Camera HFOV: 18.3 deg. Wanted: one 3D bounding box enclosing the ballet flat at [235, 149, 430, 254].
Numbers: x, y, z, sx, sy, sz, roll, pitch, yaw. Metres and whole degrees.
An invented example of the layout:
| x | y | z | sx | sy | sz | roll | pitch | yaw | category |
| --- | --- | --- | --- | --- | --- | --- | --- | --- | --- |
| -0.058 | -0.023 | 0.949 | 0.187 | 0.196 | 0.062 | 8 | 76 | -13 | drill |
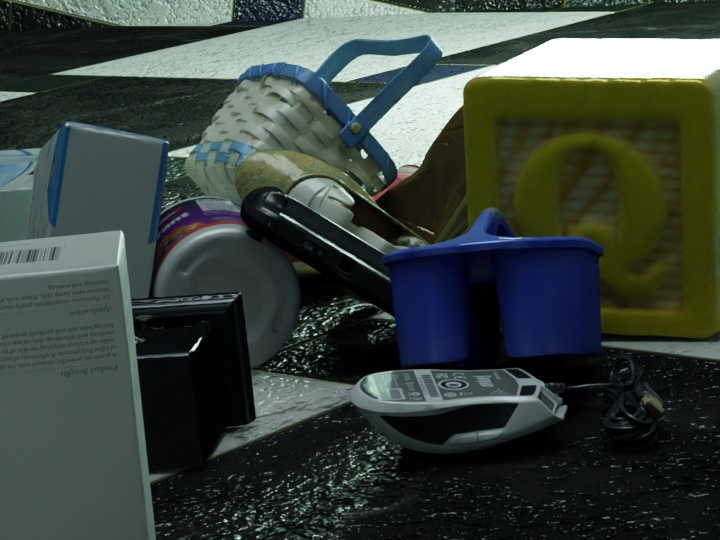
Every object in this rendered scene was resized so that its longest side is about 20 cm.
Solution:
| x | y | z | sx | sy | sz | roll | pitch | yaw | category |
| --- | --- | --- | --- | --- | --- | --- | --- | --- | --- |
| -0.005 | -0.029 | 1.725 | 0.199 | 0.071 | 0.071 | 34 | 1 | -18 | ballet flat |

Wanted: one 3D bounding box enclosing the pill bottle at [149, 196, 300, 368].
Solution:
| x | y | z | sx | sy | sz | roll | pitch | yaw | category |
| --- | --- | --- | --- | --- | --- | --- | --- | --- | --- |
| -0.116 | 0.004 | 1.727 | 0.111 | 0.112 | 0.200 | -8 | 12 | -10 | pill bottle |

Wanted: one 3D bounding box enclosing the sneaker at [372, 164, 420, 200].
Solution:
| x | y | z | sx | sy | sz | roll | pitch | yaw | category |
| --- | --- | --- | --- | --- | --- | --- | --- | --- | --- |
| 0.001 | -0.046 | 2.036 | 0.087 | 0.074 | 0.199 | -32 | 22 | -35 | sneaker |

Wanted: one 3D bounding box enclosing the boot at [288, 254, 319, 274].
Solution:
| x | y | z | sx | sy | sz | roll | pitch | yaw | category |
| --- | --- | --- | --- | --- | --- | --- | --- | --- | --- |
| -0.029 | -0.048 | 1.932 | 0.199 | 0.108 | 0.075 | -8 | 11 | -14 | boot |

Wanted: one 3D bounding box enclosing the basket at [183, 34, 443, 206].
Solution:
| x | y | z | sx | sy | sz | roll | pitch | yaw | category |
| --- | --- | --- | --- | --- | --- | --- | --- | --- | --- |
| -0.036 | -0.119 | 1.831 | 0.200 | 0.139 | 0.176 | -50 | 20 | -13 | basket |

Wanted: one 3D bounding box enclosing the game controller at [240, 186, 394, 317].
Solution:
| x | y | z | sx | sy | sz | roll | pitch | yaw | category |
| --- | --- | --- | --- | --- | --- | --- | --- | --- | --- |
| 0.000 | 0.000 | 1.643 | 0.199 | 0.042 | 0.104 | 32 | 1 | -7 | game controller |

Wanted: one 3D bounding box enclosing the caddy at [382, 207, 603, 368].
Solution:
| x | y | z | sx | sy | sz | roll | pitch | yaw | category |
| --- | --- | --- | --- | --- | --- | --- | --- | --- | --- |
| 0.092 | 0.010 | 1.516 | 0.140 | 0.106 | 0.200 | -4 | -4 | 12 | caddy |

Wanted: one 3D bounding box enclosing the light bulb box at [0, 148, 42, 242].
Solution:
| x | y | z | sx | sy | sz | roll | pitch | yaw | category |
| --- | --- | --- | --- | --- | --- | --- | --- | --- | --- |
| -0.321 | -0.028 | 1.936 | 0.199 | 0.126 | 0.198 | -3 | 13 | 8 | light bulb box |

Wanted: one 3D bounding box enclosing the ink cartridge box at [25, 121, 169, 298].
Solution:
| x | y | z | sx | sy | sz | roll | pitch | yaw | category |
| --- | --- | --- | --- | --- | --- | --- | --- | --- | --- |
| -0.208 | -0.027 | 1.711 | 0.084 | 0.146 | 0.200 | 9 | -4 | -14 | ink cartridge box |

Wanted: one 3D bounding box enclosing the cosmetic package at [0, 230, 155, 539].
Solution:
| x | y | z | sx | sy | sz | roll | pitch | yaw | category |
| --- | --- | --- | --- | --- | --- | --- | --- | --- | --- |
| -0.166 | 0.089 | 1.171 | 0.107 | 0.201 | 0.085 | -4 | 14 | -4 | cosmetic package |

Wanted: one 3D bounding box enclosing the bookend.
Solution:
| x | y | z | sx | sy | sz | roll | pitch | yaw | category |
| --- | --- | --- | --- | --- | --- | --- | --- | --- | --- |
| -0.186 | 0.088 | 1.431 | 0.197 | 0.093 | 0.200 | -4 | 14 | 10 | bookend |

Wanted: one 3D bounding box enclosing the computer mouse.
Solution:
| x | y | z | sx | sy | sz | roll | pitch | yaw | category |
| --- | --- | --- | --- | --- | --- | --- | --- | --- | --- |
| 0.091 | 0.090 | 1.415 | 0.198 | 0.044 | 0.110 | -1 | 17 | -5 | computer mouse |

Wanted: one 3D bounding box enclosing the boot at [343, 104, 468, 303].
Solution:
| x | y | z | sx | sy | sz | roll | pitch | yaw | category |
| --- | --- | --- | --- | --- | --- | --- | --- | --- | --- |
| 0.081 | -0.033 | 1.858 | 0.073 | 0.200 | 0.155 | 35 | -4 | 34 | boot |

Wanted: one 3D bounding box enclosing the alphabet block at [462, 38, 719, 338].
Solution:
| x | y | z | sx | sy | sz | roll | pitch | yaw | category |
| --- | --- | --- | --- | --- | --- | --- | --- | --- | --- |
| 0.202 | -0.069 | 1.702 | 0.195 | 0.197 | 0.200 | 1 | 13 | 23 | alphabet block |
